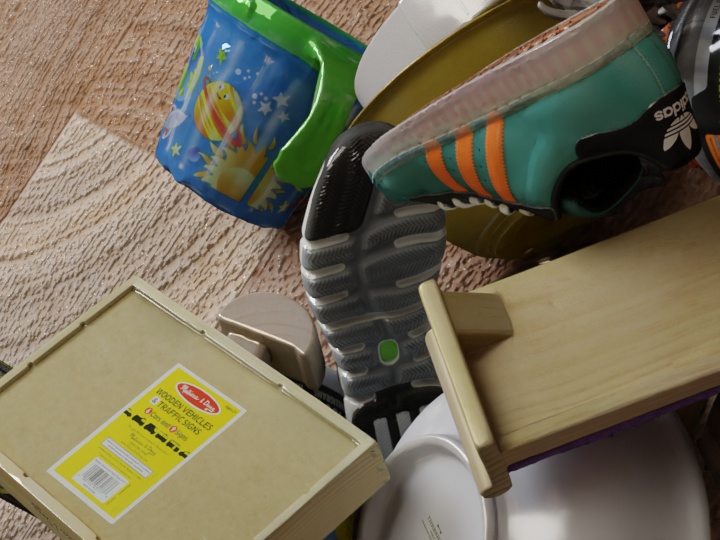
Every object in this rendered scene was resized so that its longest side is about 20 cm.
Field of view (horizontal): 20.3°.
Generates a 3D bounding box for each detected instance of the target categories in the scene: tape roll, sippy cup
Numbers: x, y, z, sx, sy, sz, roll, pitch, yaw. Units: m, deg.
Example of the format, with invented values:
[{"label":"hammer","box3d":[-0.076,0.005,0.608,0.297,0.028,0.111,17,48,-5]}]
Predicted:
[{"label":"tape roll","box3d":[0.087,-0.136,1.087,0.202,0.202,0.037,-39,74,19]},{"label":"sippy cup","box3d":[-0.062,-0.103,1.281,0.131,0.139,0.178,-60,-8,9]}]

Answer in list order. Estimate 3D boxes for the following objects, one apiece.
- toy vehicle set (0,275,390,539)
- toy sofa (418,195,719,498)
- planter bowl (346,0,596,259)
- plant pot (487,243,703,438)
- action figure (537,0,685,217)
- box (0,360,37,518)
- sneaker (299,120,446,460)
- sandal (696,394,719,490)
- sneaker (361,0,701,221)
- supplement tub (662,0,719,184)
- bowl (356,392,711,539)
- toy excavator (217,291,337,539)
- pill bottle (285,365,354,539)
[{"label":"toy vehicle set","box3d":[-0.095,0.085,0.958,0.124,0.027,0.200,-38,44,-21]},{"label":"toy sofa","box3d":[0.131,0.025,0.871,0.199,0.098,0.083,-21,64,1]},{"label":"planter bowl","box3d":[0.089,-0.064,1.068,0.200,0.200,0.084,-37,71,21]},{"label":"plant pot","box3d":[0.091,0.069,1.053,0.199,0.027,0.201,-29,42,30]},{"label":"action figure","box3d":[0.107,-0.130,0.937,0.119,0.101,0.202,-149,66,-67]},{"label":"box","box3d":[-0.215,0.096,1.221,0.044,0.200,0.160,-54,38,0]},{"label":"sneaker","box3d":[0.000,0.000,1.049,0.074,0.201,0.116,-10,29,-8]},{"label":"sandal","box3d":[0.179,0.068,0.907,0.057,0.080,0.202,5,46,0]},{"label":"sneaker","box3d":[0.070,-0.051,0.875,0.071,0.080,0.200,-35,5,-30]},{"label":"supplement tub","box3d":[0.234,-0.089,0.940,0.199,0.122,0.123,11,70,50]},{"label":"bowl","box3d":[0.061,0.129,0.937,0.201,0.090,0.203,-23,61,48]},{"label":"toy excavator","box3d":[-0.064,0.121,0.983,0.194,0.100,0.200,-34,56,-15]},{"label":"pill bottle","box3d":[-0.060,0.153,1.076,0.112,0.112,0.201,-21,51,36]}]
